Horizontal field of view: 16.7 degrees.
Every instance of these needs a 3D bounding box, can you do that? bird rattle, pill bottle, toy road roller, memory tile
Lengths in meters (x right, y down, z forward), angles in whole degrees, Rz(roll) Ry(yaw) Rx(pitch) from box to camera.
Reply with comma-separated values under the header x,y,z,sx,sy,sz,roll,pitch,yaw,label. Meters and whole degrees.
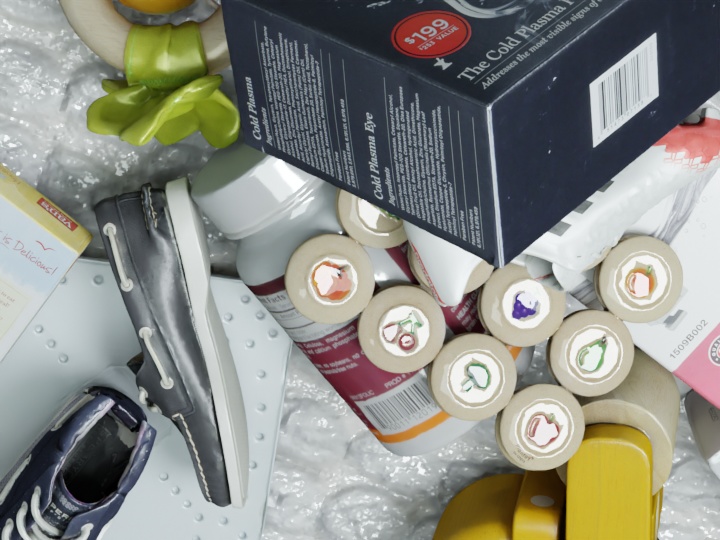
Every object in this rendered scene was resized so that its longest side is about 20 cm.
x,y,z,sx,sy,sz,roll,pitch,yaw,label
-0.090,-0.162,1.362,0.163,0.113,0.200,42,102,2,bird rattle
0.000,0.000,1.416,0.114,0.114,0.200,-35,108,12,pill bottle
0.112,0.149,1.477,0.146,0.123,0.200,5,112,9,toy road roller
0.071,0.004,1.360,0.200,0.017,0.153,35,90,-13,memory tile

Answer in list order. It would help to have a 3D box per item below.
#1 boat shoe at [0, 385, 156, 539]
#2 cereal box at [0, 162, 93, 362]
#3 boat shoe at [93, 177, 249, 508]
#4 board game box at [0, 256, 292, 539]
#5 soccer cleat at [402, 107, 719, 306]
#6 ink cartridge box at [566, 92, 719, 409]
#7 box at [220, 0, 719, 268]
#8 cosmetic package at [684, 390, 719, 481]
x,y,z,sx,sy,sz,roll,pitch,yaw,label
-0.189,0.151,1.414,0.075,0.093,0.200,32,79,-8,boat shoe
-0.268,0.013,1.435,0.144,0.040,0.200,38,111,-3,cereal box
-0.107,0.047,1.427,0.060,0.074,0.200,-11,108,3,boat shoe
-0.149,0.085,1.493,0.200,0.026,0.200,8,111,-4,board game box
0.120,-0.035,1.321,0.200,0.069,0.085,-13,91,-13,soccer cleat
0.180,-0.036,1.422,0.200,0.083,0.147,36,107,-14,ink cartridge box
0.063,-0.122,1.272,0.182,0.200,0.104,26,140,35,box
0.287,0.146,1.488,0.074,0.102,0.200,-36,107,13,cosmetic package
